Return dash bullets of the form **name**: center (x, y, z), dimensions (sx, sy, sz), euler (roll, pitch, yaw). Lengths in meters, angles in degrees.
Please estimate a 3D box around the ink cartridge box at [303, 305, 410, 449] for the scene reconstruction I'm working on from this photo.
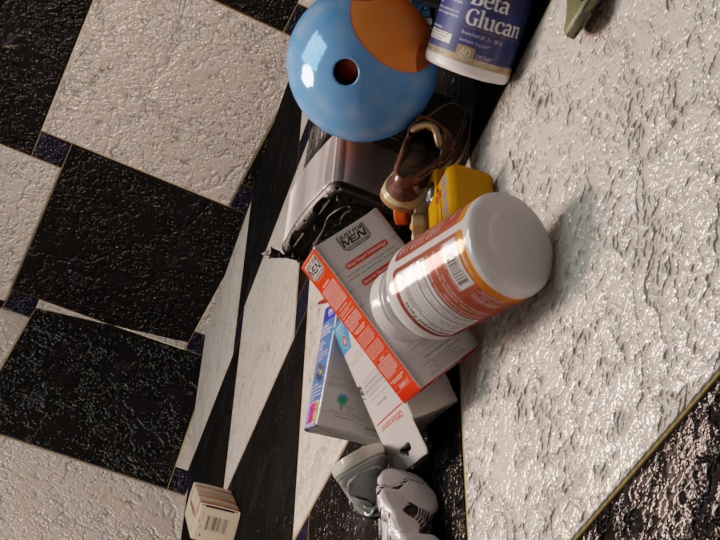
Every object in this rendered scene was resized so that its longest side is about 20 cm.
- **ink cartridge box**: center (0.013, 0.121, 1.527), dimensions (0.076, 0.135, 0.202), euler (148, 135, -69)

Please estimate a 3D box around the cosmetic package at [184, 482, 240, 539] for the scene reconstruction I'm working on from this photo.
- **cosmetic package**: center (-0.344, 0.564, 2.723), dimensions (0.200, 0.102, 0.088), euler (-166, 92, -76)

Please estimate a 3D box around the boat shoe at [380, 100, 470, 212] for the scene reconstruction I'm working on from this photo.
- **boat shoe**: center (0.091, -0.162, 1.516), dimensions (0.200, 0.072, 0.072), euler (-51, -16, -34)

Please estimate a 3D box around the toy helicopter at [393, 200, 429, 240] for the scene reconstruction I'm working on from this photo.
- **toy helicopter**: center (0.077, -0.008, 1.509), dimensions (0.201, 0.078, 0.133), euler (-74, -16, -53)

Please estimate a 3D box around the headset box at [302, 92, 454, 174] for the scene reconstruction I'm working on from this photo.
- **headset box**: center (0.027, -0.197, 1.724), dimensions (0.200, 0.173, 0.094), euler (129, 152, -60)

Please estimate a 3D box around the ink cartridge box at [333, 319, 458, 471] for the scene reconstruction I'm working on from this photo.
- **ink cartridge box**: center (0.048, 0.131, 1.415), dimensions (0.201, 0.067, 0.116), euler (66, 155, 15)

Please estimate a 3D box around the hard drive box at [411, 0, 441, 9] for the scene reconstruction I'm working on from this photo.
- **hard drive box**: center (0.137, -0.446, 1.541), dimensions (0.077, 0.154, 0.202), euler (154, 129, -74)

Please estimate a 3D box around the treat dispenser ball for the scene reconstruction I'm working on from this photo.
- **treat dispenser ball**: center (0.003, -0.269, 1.531), dimensions (0.201, 0.199, 0.203), euler (-166, 90, -77)

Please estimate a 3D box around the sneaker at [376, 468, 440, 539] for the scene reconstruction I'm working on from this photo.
- **sneaker**: center (0.042, 0.318, 1.327), dimensions (0.200, 0.074, 0.116), euler (-109, 37, -61)

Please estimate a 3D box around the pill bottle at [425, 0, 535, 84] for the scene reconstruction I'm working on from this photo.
- **pill bottle**: center (0.159, -0.339, 1.433), dimensions (0.111, 0.110, 0.202), euler (-114, 39, -70)

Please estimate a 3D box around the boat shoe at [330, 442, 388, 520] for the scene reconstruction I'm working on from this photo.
- **boat shoe**: center (0.014, 0.266, 1.445), dimensions (0.072, 0.070, 0.201), euler (60, 176, 21)

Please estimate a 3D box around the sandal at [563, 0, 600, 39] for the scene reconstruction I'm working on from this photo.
- **sandal**: center (0.223, -0.326, 1.254), dimensions (0.080, 0.057, 0.202), euler (120, 160, -51)

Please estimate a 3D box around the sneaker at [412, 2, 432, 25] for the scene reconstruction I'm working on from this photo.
- **sneaker**: center (0.084, -0.422, 1.976), dimensions (0.087, 0.074, 0.202), euler (115, 172, -67)

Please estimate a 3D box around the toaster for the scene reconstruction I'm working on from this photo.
- **toaster**: center (-0.010, -0.080, 1.672), dimensions (0.181, 0.198, 0.119), euler (-50, 28, 44)

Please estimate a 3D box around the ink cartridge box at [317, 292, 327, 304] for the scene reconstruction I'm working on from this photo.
- **ink cartridge box**: center (0.000, 0.000, 1.529), dimensions (0.200, 0.108, 0.051), euler (-46, -57, -83)

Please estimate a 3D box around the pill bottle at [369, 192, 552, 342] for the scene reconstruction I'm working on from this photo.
- **pill bottle**: center (0.098, 0.006, 1.230), dimensions (0.200, 0.111, 0.113), euler (-32, 43, 50)

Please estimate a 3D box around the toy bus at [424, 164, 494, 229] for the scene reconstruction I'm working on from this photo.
- **toy bus**: center (0.122, -0.056, 1.399), dimensions (0.201, 0.064, 0.079), euler (-90, 19, -46)

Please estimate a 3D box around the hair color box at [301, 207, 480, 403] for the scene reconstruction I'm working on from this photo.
- **hair color box**: center (0.034, 0.040, 1.350), dimensions (0.101, 0.201, 0.061), euler (-32, -9, -28)
